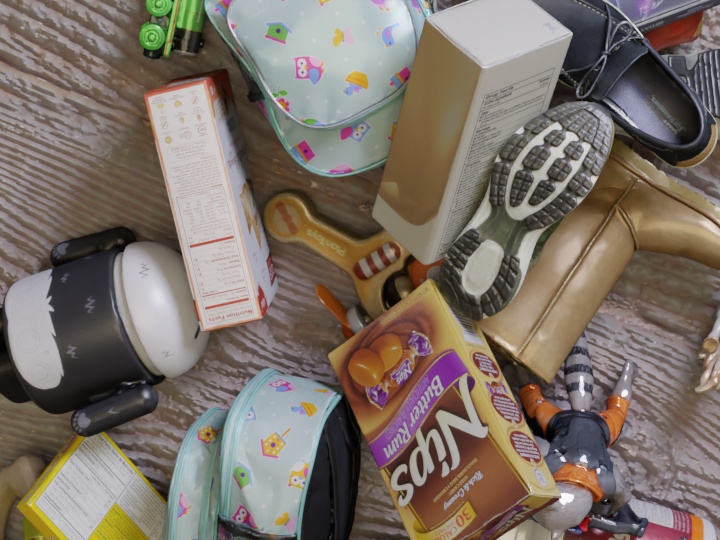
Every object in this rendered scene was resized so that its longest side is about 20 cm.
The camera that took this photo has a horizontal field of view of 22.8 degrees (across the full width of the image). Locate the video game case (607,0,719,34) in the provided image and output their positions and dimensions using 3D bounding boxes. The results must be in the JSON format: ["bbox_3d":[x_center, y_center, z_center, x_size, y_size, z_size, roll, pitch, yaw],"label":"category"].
[{"bbox_3d":[0.192,-0.246,1.454,0.198,0.019,0.144,-19,61,6],"label":"video game case"}]

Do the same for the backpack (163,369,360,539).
[{"bbox_3d":[-0.077,0.184,1.502,0.152,0.176,0.202,18,107,11],"label":"backpack"}]

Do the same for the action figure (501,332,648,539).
[{"bbox_3d":[0.151,0.138,1.478,0.198,0.194,0.105,11,130,-5],"label":"action figure"}]

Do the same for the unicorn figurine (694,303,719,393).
[{"bbox_3d":[0.349,0.011,1.488,0.200,0.137,0.074,-39,90,28],"label":"unicorn figurine"}]

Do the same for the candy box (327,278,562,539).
[{"bbox_3d":[0.065,0.123,1.430,0.116,0.056,0.201,-37,64,23],"label":"candy box"}]

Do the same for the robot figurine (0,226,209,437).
[{"bbox_3d":[-0.225,0.051,1.523,0.198,0.125,0.151,-18,100,11],"label":"robot figurine"}]

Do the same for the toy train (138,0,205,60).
[{"bbox_3d":[-0.144,-0.273,1.504,0.056,0.042,0.202,11,101,-9],"label":"toy train"}]

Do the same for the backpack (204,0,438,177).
[{"bbox_3d":[-0.015,-0.179,1.457,0.175,0.153,0.201,-29,105,3],"label":"backpack"}]

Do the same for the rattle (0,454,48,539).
[{"bbox_3d":[-0.293,0.263,1.615,0.130,0.142,0.201,45,119,27],"label":"rattle"}]

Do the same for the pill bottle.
[{"bbox_3d":[0.197,0.243,1.537,0.198,0.110,0.110,15,101,1],"label":"pill bottle"}]

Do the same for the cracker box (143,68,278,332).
[{"bbox_3d":[-0.122,-0.062,1.491,0.057,0.134,0.202,-11,100,5],"label":"cracker box"}]

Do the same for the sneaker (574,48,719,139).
[{"bbox_3d":[0.270,-0.142,1.489,0.198,0.088,0.075,4,77,-19],"label":"sneaker"}]

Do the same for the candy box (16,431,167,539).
[{"bbox_3d":[-0.202,0.237,1.550,0.026,0.102,0.200,-18,118,44],"label":"candy box"}]

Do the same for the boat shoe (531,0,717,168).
[{"bbox_3d":[0.197,-0.158,1.383,0.200,0.062,0.075,44,96,8],"label":"boat shoe"}]

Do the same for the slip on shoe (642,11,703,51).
[{"bbox_3d":[0.193,-0.188,1.483,0.199,0.074,0.061,-20,123,11],"label":"slip on shoe"}]

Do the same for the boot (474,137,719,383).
[{"bbox_3d":[0.206,0.011,1.486,0.175,0.066,0.200,35,82,15],"label":"boot"}]

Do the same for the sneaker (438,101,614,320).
[{"bbox_3d":[0.135,-0.056,1.410,0.077,0.089,0.201,40,116,9],"label":"sneaker"}]

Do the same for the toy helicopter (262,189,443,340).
[{"bbox_3d":[0.000,0.000,1.537,0.199,0.079,0.133,30,110,9],"label":"toy helicopter"}]

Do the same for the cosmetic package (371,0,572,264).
[{"bbox_3d":[0.085,-0.112,1.401,0.071,0.105,0.201,43,136,28],"label":"cosmetic package"}]
